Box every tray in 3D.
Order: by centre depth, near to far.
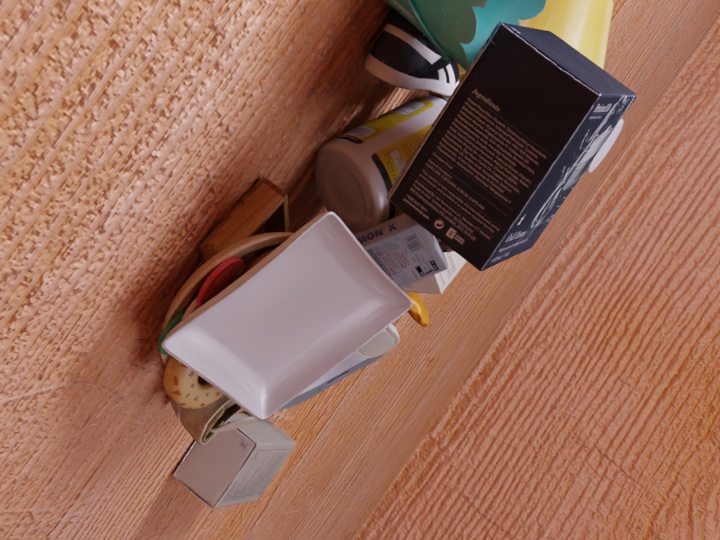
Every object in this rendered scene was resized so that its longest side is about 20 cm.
[{"bbox_3d":[-0.118,-0.006,1.329,0.099,0.037,0.201,-49,164,-22],"label":"tray"}]

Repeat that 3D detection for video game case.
[{"bbox_3d":[0.000,0.000,1.407,0.180,0.022,0.200,-23,164,6],"label":"video game case"}]

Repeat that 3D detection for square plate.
[{"bbox_3d":[-0.067,0.044,1.214,0.199,0.029,0.198,-37,143,5],"label":"square plate"}]

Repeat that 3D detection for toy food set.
[{"bbox_3d":[-0.114,0.041,1.253,0.198,0.049,0.199,-27,148,-24],"label":"toy food set"}]

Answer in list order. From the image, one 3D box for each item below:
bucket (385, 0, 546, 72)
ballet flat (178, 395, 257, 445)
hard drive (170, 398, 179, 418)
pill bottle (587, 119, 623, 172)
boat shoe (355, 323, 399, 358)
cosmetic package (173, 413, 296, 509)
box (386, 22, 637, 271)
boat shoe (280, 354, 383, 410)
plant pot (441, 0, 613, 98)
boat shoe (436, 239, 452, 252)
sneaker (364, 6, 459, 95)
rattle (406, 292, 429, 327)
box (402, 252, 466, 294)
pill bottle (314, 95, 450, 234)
[{"bbox_3d":[0.106,-0.303,1.183,0.208,0.134,0.208,-51,166,-18],"label":"bucket"},{"bbox_3d":[-0.102,0.122,1.368,0.198,0.063,0.068,-31,156,1],"label":"ballet flat"},{"bbox_3d":[-0.116,0.091,1.403,0.198,0.027,0.132,-23,156,-18],"label":"hard drive"},{"bbox_3d":[0.246,-0.219,1.700,0.111,0.199,0.111,-49,164,-19],"label":"pill bottle"},{"bbox_3d":[-0.004,0.030,1.338,0.072,0.062,0.200,-22,153,2],"label":"boat shoe"},{"bbox_3d":[-0.162,0.250,1.687,0.104,0.073,0.200,-54,166,0],"label":"cosmetic package"},{"bbox_3d":[0.152,-0.123,1.240,0.198,0.123,0.200,-58,166,19],"label":"box"},{"bbox_3d":[-0.067,0.116,1.724,0.198,0.092,0.071,-28,166,5],"label":"boat shoe"},{"bbox_3d":[0.222,-0.267,1.563,0.201,0.198,0.191,80,33,-71],"label":"plant pot"},{"bbox_3d":[0.091,-0.048,1.507,0.199,0.067,0.073,7,-100,68],"label":"boat shoe"},{"bbox_3d":[0.081,-0.250,1.348,0.113,0.073,0.200,-62,166,18],"label":"sneaker"},{"bbox_3d":[0.092,-0.054,1.697,0.200,0.142,0.131,-47,159,-17],"label":"rattle"},{"bbox_3d":[0.116,-0.064,1.652,0.201,0.068,0.083,-52,129,-33],"label":"box"},{"bbox_3d":[0.055,-0.125,1.398,0.199,0.111,0.112,-30,155,-31],"label":"pill bottle"}]
